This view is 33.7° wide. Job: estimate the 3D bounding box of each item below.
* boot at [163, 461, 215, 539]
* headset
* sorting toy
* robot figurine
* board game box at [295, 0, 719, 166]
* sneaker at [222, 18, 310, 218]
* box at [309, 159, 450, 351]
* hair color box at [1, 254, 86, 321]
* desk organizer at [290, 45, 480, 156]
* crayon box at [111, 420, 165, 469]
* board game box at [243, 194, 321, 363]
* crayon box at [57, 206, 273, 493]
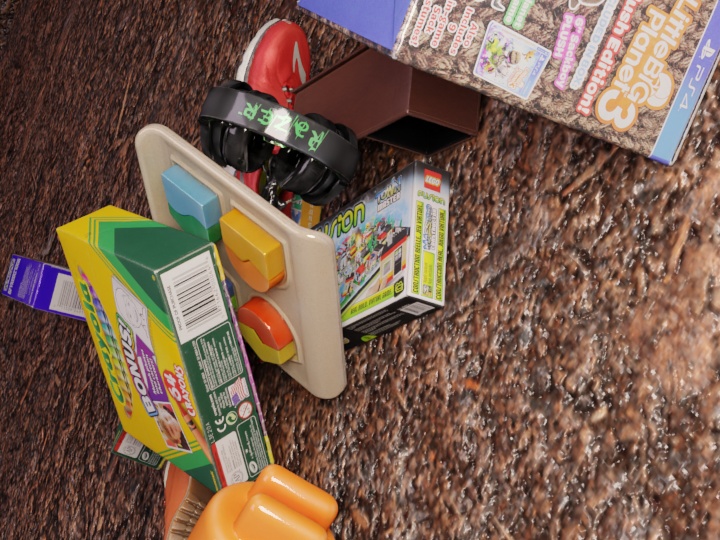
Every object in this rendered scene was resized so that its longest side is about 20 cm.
[{"bbox_3d":[-0.146,0.221,1.082,0.107,0.074,0.202,-42,33,49],"label":"boot"},{"bbox_3d":[-0.067,-0.084,0.915,0.200,0.122,0.095,166,127,-86],"label":"headset"},{"bbox_3d":[-0.098,-0.001,0.935,0.199,0.036,0.187,32,145,29],"label":"sorting toy"},{"bbox_3d":[-0.091,0.245,0.910,0.201,0.115,0.144,-60,41,26],"label":"robot figurine"},{"bbox_3d":[0.087,-0.155,0.703,0.098,0.198,0.159,-68,28,12],"label":"board game box"},{"bbox_3d":[-0.070,-0.128,1.081,0.084,0.076,0.203,7,87,50],"label":"sneaker"},{"bbox_3d":[0.000,0.000,0.958,0.199,0.034,0.112,-29,51,53],"label":"box"},{"bbox_3d":[-0.409,0.025,1.616,0.199,0.108,0.066,6,80,61],"label":"hair color box"},{"bbox_3d":[0.016,-0.128,0.960,0.199,0.071,0.078,-17,63,58],"label":"desk organizer"},{"bbox_3d":[-0.172,0.062,1.169,0.201,0.058,0.173,-59,17,29],"label":"crayon box"},{"bbox_3d":[-0.070,-0.020,1.109,0.095,0.030,0.203,-28,55,54],"label":"board game box"},{"bbox_3d":[-0.160,0.062,0.971,0.172,0.058,0.203,17,127,49],"label":"crayon box"}]
